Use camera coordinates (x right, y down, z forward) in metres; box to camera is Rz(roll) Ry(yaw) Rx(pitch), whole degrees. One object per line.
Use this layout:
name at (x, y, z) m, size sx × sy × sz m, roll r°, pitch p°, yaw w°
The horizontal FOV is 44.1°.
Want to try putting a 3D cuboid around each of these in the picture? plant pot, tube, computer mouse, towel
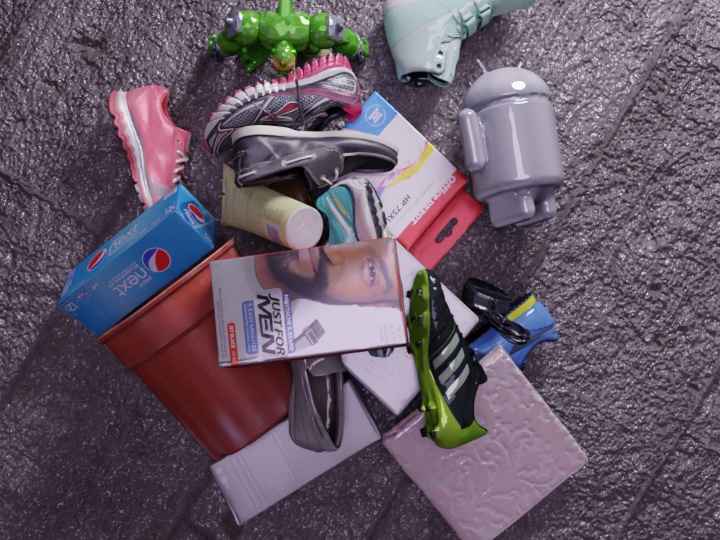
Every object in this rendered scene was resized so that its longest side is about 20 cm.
plant pot at (-0.172, 0.100, 1.049) m, size 0.199 × 0.201 × 0.197 m, roll -36°, pitch 97°, yaw -1°
tube at (-0.117, -0.072, 1.050) m, size 0.058 × 0.199 × 0.052 m, roll -53°, pitch 129°, yaw -11°
computer mouse at (0.156, 0.053, 1.042) m, size 0.057 × 0.200 × 0.035 m, roll 18°, pitch 103°, yaw -8°
towel at (0.153, 0.219, 1.089) m, size 0.190 × 0.032 × 0.201 m, roll -39°, pitch 106°, yaw 3°

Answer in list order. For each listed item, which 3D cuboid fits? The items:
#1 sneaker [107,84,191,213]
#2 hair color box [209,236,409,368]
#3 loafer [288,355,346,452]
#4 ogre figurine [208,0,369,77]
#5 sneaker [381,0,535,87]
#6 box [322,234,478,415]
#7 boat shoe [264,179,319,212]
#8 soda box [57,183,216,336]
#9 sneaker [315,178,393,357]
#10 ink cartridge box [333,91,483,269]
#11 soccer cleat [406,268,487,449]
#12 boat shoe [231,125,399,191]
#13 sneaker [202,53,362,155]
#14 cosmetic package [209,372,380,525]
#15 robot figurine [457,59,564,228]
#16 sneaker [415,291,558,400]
sneaker at (-0.244, -0.136, 1.101) m, size 0.085 × 0.074 × 0.204 m, roll -20°, pitch 91°, yaw -5°
hair color box at (-0.053, 0.035, 0.930) m, size 0.195 × 0.064 × 0.114 m, roll -8°, pitch 83°, yaw 4°
loafer at (-0.044, 0.100, 0.988) m, size 0.069 × 0.069 × 0.205 m, roll 3°, pitch 99°, yaw 43°
ogre figurine at (-0.091, -0.283, 1.080) m, size 0.196 × 0.120 × 0.100 m, roll 22°, pitch 88°, yaw 1°
sneaker at (0.130, -0.290, 1.103) m, size 0.196 × 0.074 × 0.121 m, roll -10°, pitch 83°, yaw 9°
box at (0.019, 0.046, 1.083) m, size 0.200 × 0.106 × 0.153 m, roll 43°, pitch 90°, yaw 0°
boat shoe at (-0.101, -0.123, 1.104) m, size 0.071 × 0.068 × 0.204 m, roll -23°, pitch 89°, yaw 0°
soda box at (-0.267, -0.010, 1.065) m, size 0.198 × 0.065 × 0.068 m, roll -35°, pitch 122°, yaw 18°
sneaker at (0.000, 0.000, 1.005) m, size 0.078 × 0.077 × 0.205 m, roll -14°, pitch 85°, yaw 18°
ink cartridge box at (0.052, -0.107, 1.105) m, size 0.200 × 0.067 × 0.117 m, roll 42°, pitch 89°, yaw 0°
soccer cleat at (0.098, 0.097, 1.006) m, size 0.079 × 0.067 × 0.205 m, roll -8°, pitch 92°, yaw -19°
boat shoe at (-0.050, -0.122, 1.021) m, size 0.195 × 0.072 × 0.069 m, roll 0°, pitch 74°, yaw -15°
sneaker at (-0.093, -0.185, 1.048) m, size 0.197 × 0.081 × 0.076 m, roll -24°, pitch 82°, yaw 0°
cosmetic package at (-0.076, 0.212, 1.083) m, size 0.197 × 0.107 × 0.091 m, roll -28°, pitch 89°, yaw 1°
robot figurine at (0.183, -0.157, 1.079) m, size 0.167 × 0.112 × 0.205 m, roll -2°, pitch 82°, yaw -42°
sneaker at (0.157, 0.114, 1.105) m, size 0.198 × 0.066 × 0.079 m, roll -35°, pitch 93°, yaw -1°
